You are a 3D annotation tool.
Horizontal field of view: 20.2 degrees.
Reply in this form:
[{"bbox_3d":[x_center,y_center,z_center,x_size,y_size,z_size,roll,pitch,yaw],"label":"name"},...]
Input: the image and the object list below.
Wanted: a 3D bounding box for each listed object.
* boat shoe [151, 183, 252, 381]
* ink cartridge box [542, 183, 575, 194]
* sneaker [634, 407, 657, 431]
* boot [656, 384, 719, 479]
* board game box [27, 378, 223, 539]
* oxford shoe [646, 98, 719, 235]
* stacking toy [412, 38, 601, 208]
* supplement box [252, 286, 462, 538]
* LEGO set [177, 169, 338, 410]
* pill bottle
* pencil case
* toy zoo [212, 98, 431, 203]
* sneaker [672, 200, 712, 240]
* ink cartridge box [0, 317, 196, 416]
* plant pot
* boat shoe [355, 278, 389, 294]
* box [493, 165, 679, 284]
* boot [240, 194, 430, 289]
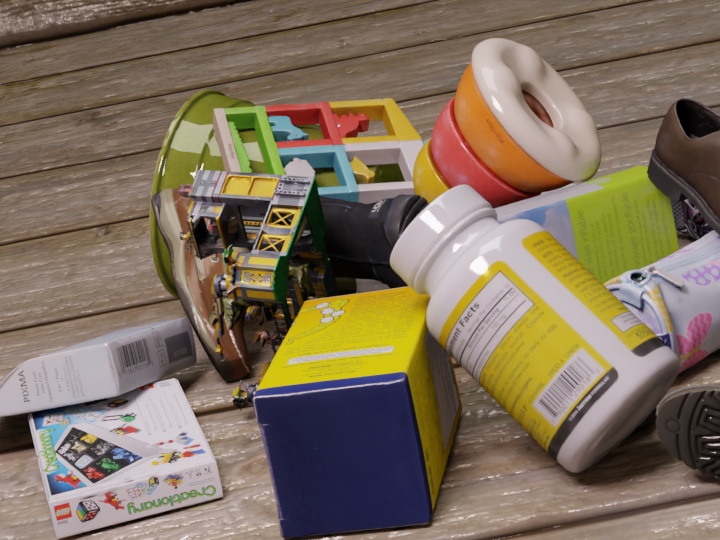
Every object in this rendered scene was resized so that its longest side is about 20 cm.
[{"bbox_3d":[-0.123,-0.001,1.748,0.074,0.076,0.200,-21,58,0],"label":"boat shoe"},{"bbox_3d":[0.124,-0.050,1.863,0.162,0.050,0.200,3,12,21],"label":"ink cartridge box"},{"bbox_3d":[0.153,0.048,1.504,0.074,0.080,0.200,-17,43,-21],"label":"sneaker"},{"bbox_3d":[0.302,0.074,1.404,0.181,0.073,0.200,7,27,9],"label":"boot"},{"bbox_3d":[-0.184,0.140,1.554,0.126,0.035,0.200,-13,17,-10],"label":"board game box"},{"bbox_3d":[0.298,-0.073,1.556,0.073,0.085,0.200,-18,39,-34],"label":"oxford shoe"},{"bbox_3d":[0.092,-0.087,1.719,0.200,0.146,0.146,-40,3,28],"label":"stacking toy"},{"bbox_3d":[0.002,0.097,1.453,0.109,0.109,0.200,-7,17,12],"label":"supplement box"},{"bbox_3d":[-0.094,0.014,1.603,0.115,0.200,0.154,4,56,16],"label":"LEGO set"},{"bbox_3d":[0.117,0.035,1.410,0.200,0.111,0.111,46,45,18],"label":"pill bottle"},{"bbox_3d":[0.268,0.015,1.579,0.200,0.091,0.083,-23,21,-37],"label":"pencil case"},{"bbox_3d":[-0.023,-0.104,1.805,0.199,0.021,0.131,-5,42,-14],"label":"toy zoo"},{"bbox_3d":[0.315,-0.052,1.778,0.074,0.081,0.200,-21,20,-24],"label":"sneaker"},{"bbox_3d":[-0.258,0.085,1.683,0.199,0.047,0.160,-9,4,19],"label":"ink cartridge box"},{"bbox_3d":[-0.066,-0.057,1.889,0.192,0.201,0.200,9,24,20],"label":"plant pot"},{"bbox_3d":[0.042,-0.016,1.823,0.074,0.086,0.202,-2,20,28],"label":"boat shoe"},{"bbox_3d":[0.163,-0.002,1.638,0.199,0.122,0.048,-16,12,-19],"label":"box"},{"bbox_3d":[0.000,-0.001,1.691,0.200,0.165,0.066,1,42,42],"label":"boot"}]
